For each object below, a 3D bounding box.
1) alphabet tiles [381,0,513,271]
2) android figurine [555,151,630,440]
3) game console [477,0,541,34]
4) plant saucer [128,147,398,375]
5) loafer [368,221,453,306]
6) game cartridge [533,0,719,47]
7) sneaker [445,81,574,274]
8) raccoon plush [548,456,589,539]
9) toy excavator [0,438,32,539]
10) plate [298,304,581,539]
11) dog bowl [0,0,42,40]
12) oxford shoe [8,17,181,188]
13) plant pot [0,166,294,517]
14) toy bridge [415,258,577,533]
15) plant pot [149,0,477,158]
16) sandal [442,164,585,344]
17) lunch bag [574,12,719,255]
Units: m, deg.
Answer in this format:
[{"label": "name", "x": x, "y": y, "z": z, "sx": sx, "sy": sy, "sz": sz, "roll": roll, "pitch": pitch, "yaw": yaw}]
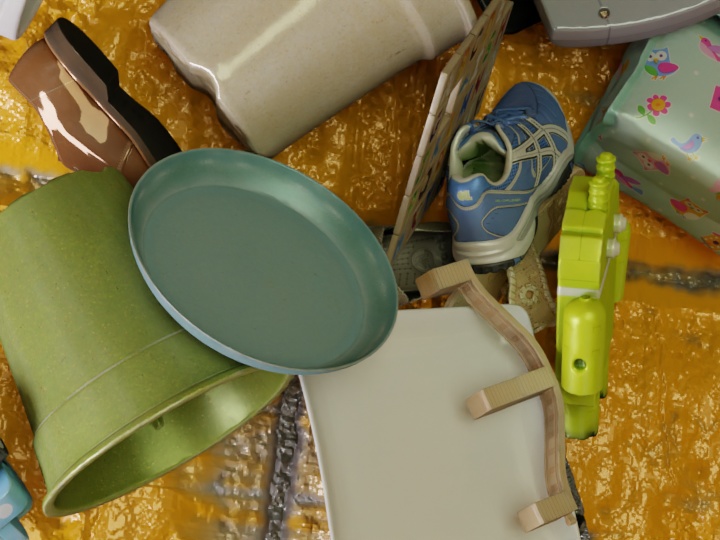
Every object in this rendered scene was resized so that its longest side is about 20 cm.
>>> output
[{"label": "alphabet tiles", "x": 0.069, "y": -0.113, "z": 1.505, "sx": 0.007, "sy": 0.168, "sz": 0.200, "roll": 22, "pitch": 35, "yaw": 9}, {"label": "android figurine", "x": 0.169, "y": 0.015, "z": 1.526, "sx": 0.041, "sy": 0.182, "sz": 0.202, "roll": 6, "pitch": 114, "yaw": 11}, {"label": "game console", "x": 0.147, "y": -0.310, "z": 1.593, "sx": 0.175, "sy": 0.116, "sz": 0.201, "roll": -28, "pitch": 90, "yaw": 24}, {"label": "plant saucer", "x": -0.069, "y": -0.003, "z": 1.414, "sx": 0.198, "sy": 0.028, "sz": 0.201, "roll": 19, "pitch": 41, "yaw": -17}, {"label": "loafer", "x": 0.000, "y": 0.000, "z": 1.541, "sx": 0.198, "sy": 0.067, "sz": 0.077, "roll": -18, "pitch": 84, "yaw": -18}, {"label": "game cartridge", "x": 0.216, "y": -0.243, "z": 1.551, "sx": 0.198, "sy": 0.041, "sz": 0.134, "roll": -18, "pitch": 68, "yaw": -5}, {"label": "sneaker", "x": 0.110, "y": -0.085, "z": 1.536, "sx": 0.075, "sy": 0.201, "sz": 0.078, "roll": -5, "pitch": 126, "yaw": 20}, {"label": "raccoon plush", "x": 0.087, "y": 0.163, "z": 1.553, "sx": 0.133, "sy": 0.097, "sz": 0.201, "roll": -15, "pitch": 56, "yaw": -2}, {"label": "toy excavator", "x": -0.252, "y": 0.181, "z": 1.436, "sx": 0.100, "sy": 0.195, "sz": 0.200, "roll": -40, "pitch": 135, "yaw": -3}, {"label": "plate", "x": 0.049, "y": 0.125, "z": 1.451, "sx": 0.198, "sy": 0.032, "sz": 0.202, "roll": -2, "pitch": 70, "yaw": -29}, {"label": "dog bowl", "x": -0.235, "y": -0.268, "z": 1.453, "sx": 0.078, "sy": 0.200, "sz": 0.202, "roll": 24, "pitch": 77, "yaw": -6}, {"label": "oxford shoe", "x": -0.178, "y": -0.085, "z": 1.522, "sx": 0.071, "sy": 0.071, "sz": 0.200, "roll": -39, "pitch": 93, "yaw": 12}, {"label": "plant pot", "x": -0.175, "y": 0.037, "z": 1.446, "sx": 0.199, "sy": 0.200, "sz": 0.191, "roll": -27, "pitch": 78, "yaw": -16}, {"label": "toy bridge", "x": 0.107, "y": 0.086, "z": 1.465, "sx": 0.067, "sy": 0.027, "sz": 0.202, "roll": -17, "pitch": 78, "yaw": -34}, {"label": "plant pot", "x": -0.046, "y": -0.186, "z": 1.506, "sx": 0.183, "sy": 0.200, "sz": 0.201, "roll": -40, "pitch": 93, "yaw": -5}, {"label": "sandal", "x": 0.127, "y": 0.010, "z": 1.552, "sx": 0.069, "sy": 0.078, "sz": 0.212, "roll": 26, "pitch": 65, "yaw": 22}, {"label": "lunch bag", "x": 0.283, "y": -0.136, "z": 1.606, "sx": 0.170, "sy": 0.122, "sz": 0.201, "roll": 32, "pitch": 67, "yaw": -1}]
